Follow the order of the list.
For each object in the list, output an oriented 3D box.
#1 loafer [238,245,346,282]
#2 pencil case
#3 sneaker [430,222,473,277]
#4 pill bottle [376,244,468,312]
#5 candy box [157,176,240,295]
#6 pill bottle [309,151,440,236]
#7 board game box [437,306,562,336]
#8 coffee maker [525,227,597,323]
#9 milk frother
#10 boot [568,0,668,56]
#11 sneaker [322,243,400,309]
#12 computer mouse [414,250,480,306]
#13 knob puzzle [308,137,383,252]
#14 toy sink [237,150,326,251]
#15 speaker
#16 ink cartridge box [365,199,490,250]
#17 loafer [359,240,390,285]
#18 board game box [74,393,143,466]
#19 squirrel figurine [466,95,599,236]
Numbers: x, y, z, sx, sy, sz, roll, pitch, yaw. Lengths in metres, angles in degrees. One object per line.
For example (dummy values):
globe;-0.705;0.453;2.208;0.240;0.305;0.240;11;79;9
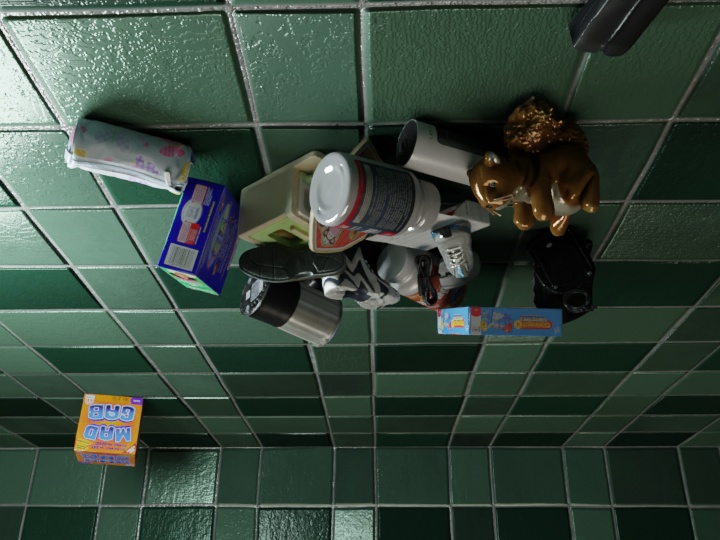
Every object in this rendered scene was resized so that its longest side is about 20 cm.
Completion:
loafer;-0.124;-0.005;1.359;0.200;0.072;0.063;0;162;5
pencil case;-0.382;-0.187;1.211;0.200;0.091;0.083;14;150;-23
sneaker;0.188;-0.033;1.399;0.075;0.087;0.200;-13;165;15
pill bottle;0.133;0.013;1.574;0.112;0.112;0.200;-23;145;38
candy box;-0.283;-0.057;1.328;0.077;0.169;0.200;15;168;6
pill bottle;0.029;-0.118;1.194;0.200;0.120;0.120;8;154;-36
board game box;0.284;0.107;1.512;0.200;0.056;0.196;2;176;-11
coffee maker;0.423;0.038;1.533;0.135;0.192;0.200;-3;153;15
milk frother;-0.115;0.036;1.511;0.188;0.181;0.200;26;149;-30
boot;0.384;-0.344;0.920;0.165;0.066;0.200;15;147;-10
sneaker;0.000;0.000;1.469;0.199;0.130;0.079;12;151;-39
computer mouse;0.194;0.000;1.523;0.200;0.110;0.044;-19;-165;-39
knob puzzle;-0.015;-0.107;1.280;0.030;0.220;0.220;35;171;32
toy sink;-0.110;-0.111;1.334;0.200;0.112;0.130;-21;147;35
speaker;0.162;-0.187;1.214;0.200;0.081;0.081;13;151;-20
ink cartridge box;0.128;-0.092;1.389;0.162;0.057;0.200;-22;158;38
loafer;0.017;-0.005;1.582;0.071;0.073;0.200;-12;148;28
board game box;-0.885;0.567;2.578;0.200;0.200;0.200;8;152;-13
squirrel figurine;0.266;-0.165;1.156;0.186;0.200;0.142;7;172;-7
